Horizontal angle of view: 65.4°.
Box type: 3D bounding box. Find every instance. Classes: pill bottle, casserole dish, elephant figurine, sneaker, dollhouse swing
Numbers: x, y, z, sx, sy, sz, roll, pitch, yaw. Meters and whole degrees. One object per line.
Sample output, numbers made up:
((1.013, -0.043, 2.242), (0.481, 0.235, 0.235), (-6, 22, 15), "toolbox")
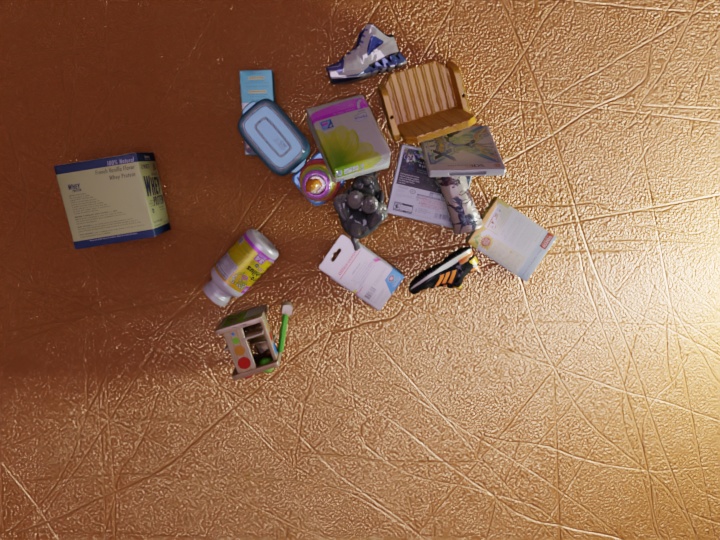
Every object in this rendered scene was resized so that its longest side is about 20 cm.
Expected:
((-0.311, -0.004, 1.441), (0.104, 0.104, 0.200), (43, 97, -10), "pill bottle")
((-0.211, -0.324, 1.366), (0.121, 0.039, 0.200), (-40, 102, 4), "casserole dish")
((0.010, -0.186, 1.420), (0.155, 0.201, 0.142), (-31, 119, 27), "elephant figurine")
((0.226, 0.022, 1.489), (0.199, 0.070, 0.090), (-33, 98, 2), "sneaker")
((0.160, -0.409, 1.346), (0.199, 0.176, 0.183), (-16, 100, 1), "dollhouse swing")
((0.005, -0.533, 1.371), (0.198, 0.081, 0.116), (-17, 98, -6), "sneaker")

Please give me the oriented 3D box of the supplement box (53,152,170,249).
((-0.601, -0.174, 1.378), (0.199, 0.134, 0.201), (-10, 102, -1), "supplement box")

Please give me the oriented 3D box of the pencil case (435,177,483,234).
((0.244, -0.186, 1.419), (0.077, 0.089, 0.201), (-21, 104, 11), "pencil case")

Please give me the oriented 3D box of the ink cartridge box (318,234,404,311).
((0.000, 0.000, 1.475), (0.200, 0.068, 0.115), (35, 97, -9), "ink cartridge box")

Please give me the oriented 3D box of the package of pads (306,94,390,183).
((-0.027, -0.320, 1.356), (0.154, 0.068, 0.201), (-18, 69, -12), "package of pads")

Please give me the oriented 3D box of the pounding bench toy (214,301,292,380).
((-0.251, 0.182, 1.471), (0.199, 0.124, 0.157), (-18, 102, 1), "pounding bench toy")

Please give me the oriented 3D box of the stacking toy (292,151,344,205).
((-0.105, -0.213, 1.359), (0.116, 0.200, 0.110), (-41, 100, 10), "stacking toy")

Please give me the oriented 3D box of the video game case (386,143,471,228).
((0.182, -0.217, 1.465), (0.199, 0.023, 0.183), (12, 101, -4), "video game case")

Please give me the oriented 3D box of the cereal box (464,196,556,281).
((0.400, -0.082, 1.493), (0.199, 0.040, 0.144), (33, 98, -9), "cereal box")

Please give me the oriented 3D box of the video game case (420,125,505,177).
((0.243, -0.295, 1.373), (0.181, 0.201, 0.022), (-2, 134, -2), "video game case")

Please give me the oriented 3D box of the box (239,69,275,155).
((-0.251, -0.390, 1.395), (0.082, 0.049, 0.201), (-3, 101, -2), "box")
